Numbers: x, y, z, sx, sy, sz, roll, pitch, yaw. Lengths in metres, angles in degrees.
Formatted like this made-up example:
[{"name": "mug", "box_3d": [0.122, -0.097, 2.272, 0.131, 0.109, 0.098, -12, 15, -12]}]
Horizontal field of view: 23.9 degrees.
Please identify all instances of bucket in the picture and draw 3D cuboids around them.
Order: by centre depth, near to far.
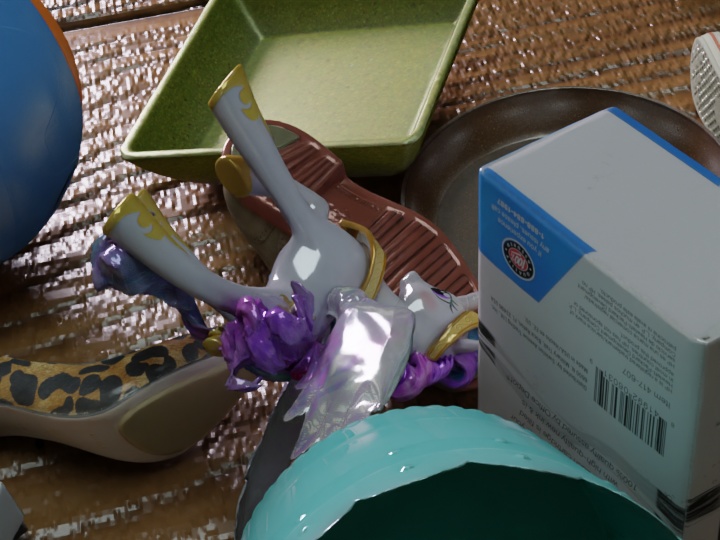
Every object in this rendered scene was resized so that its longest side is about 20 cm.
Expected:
[{"name": "bucket", "box_3d": [0.038, 0.155, 0.666, 0.205, 0.209, 0.135, -13, 10, -7]}]

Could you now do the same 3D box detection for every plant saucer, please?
[{"name": "plant saucer", "box_3d": [0.124, -0.036, 0.999, 0.198, 0.032, 0.201, -4, 42, 3]}, {"name": "plant saucer", "box_3d": [-0.026, -0.119, 1.076, 0.198, 0.048, 0.201, -1, 41, 23]}]

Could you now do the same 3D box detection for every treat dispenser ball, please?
[{"name": "treat dispenser ball", "box_3d": [-0.260, -0.090, 0.979, 0.199, 0.202, 0.202, -4, 42, 3]}]

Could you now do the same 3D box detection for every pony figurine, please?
[{"name": "pony figurine", "box_3d": [-0.032, 0.025, 0.826, 0.200, 0.167, 0.193, 39, 53, -5]}]

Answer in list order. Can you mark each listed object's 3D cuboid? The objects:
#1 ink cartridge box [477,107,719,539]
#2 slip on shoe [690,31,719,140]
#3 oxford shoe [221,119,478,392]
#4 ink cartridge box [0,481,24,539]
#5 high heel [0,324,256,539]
[{"name": "ink cartridge box", "box_3d": [0.127, 0.052, 0.779, 0.084, 0.201, 0.146, -27, 46, -24]}, {"name": "slip on shoe", "box_3d": [0.248, -0.079, 1.004, 0.061, 0.075, 0.201, -5, 38, -3]}, {"name": "oxford shoe", "box_3d": [0.000, 0.000, 0.952, 0.071, 0.074, 0.200, -35, 69, -26]}, {"name": "ink cartridge box", "box_3d": [-0.247, 0.178, 0.793, 0.099, 0.039, 0.201, 13, 56, 22]}, {"name": "high heel", "box_3d": [-0.152, 0.046, 0.911, 0.199, 0.072, 0.143, -30, 53, -12]}]
